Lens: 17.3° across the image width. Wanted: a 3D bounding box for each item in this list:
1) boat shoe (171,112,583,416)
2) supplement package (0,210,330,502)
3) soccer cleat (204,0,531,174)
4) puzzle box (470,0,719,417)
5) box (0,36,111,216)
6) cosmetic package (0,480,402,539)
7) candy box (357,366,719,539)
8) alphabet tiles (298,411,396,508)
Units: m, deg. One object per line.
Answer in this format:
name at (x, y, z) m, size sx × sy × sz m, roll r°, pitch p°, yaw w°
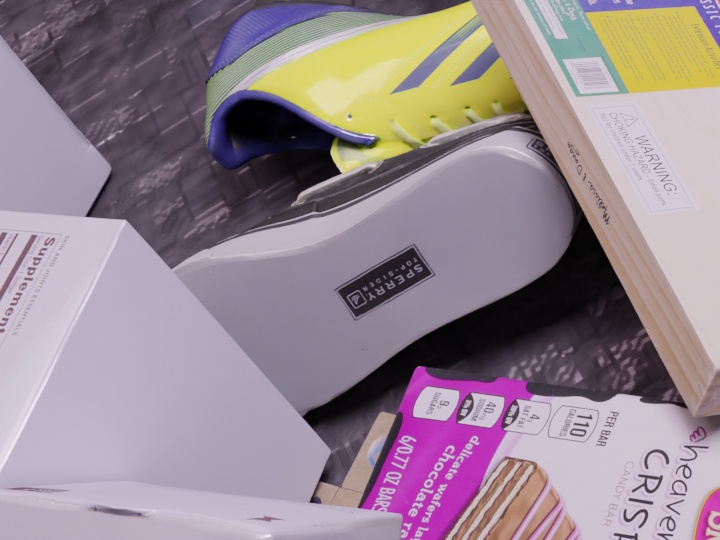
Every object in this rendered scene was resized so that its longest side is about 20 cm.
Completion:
boat shoe at (0.000, 0.000, 0.881) m, size 0.199 × 0.071 × 0.064 m, roll -23°, pitch 14°, yaw 25°
supplement package at (-0.149, 0.078, 0.838) m, size 0.199 × 0.152 × 0.151 m, roll 5°, pitch 59°, yaw 36°
soccer cleat at (0.028, -0.067, 0.908) m, size 0.199 × 0.065 × 0.084 m, roll 1°, pitch 58°, yaw 30°
puzzle box at (0.131, -0.041, 0.792) m, size 0.132 × 0.026 × 0.201 m, roll -6°, pitch 49°, yaw -21°
box at (-0.235, -0.056, 0.996) m, size 0.199 × 0.152 × 0.107 m, roll 9°, pitch 61°, yaw 36°
cosmetic package at (-0.056, 0.167, 0.708) m, size 0.112 × 0.081 × 0.202 m, roll 6°, pitch 89°, yaw 33°
candy box at (0.086, 0.111, 0.732) m, size 0.199 × 0.061 × 0.137 m, roll 6°, pitch 60°, yaw 33°
alphabet tiles at (0.024, 0.131, 0.801) m, size 0.199 × 0.006 × 0.167 m, roll 11°, pitch 63°, yaw 36°
